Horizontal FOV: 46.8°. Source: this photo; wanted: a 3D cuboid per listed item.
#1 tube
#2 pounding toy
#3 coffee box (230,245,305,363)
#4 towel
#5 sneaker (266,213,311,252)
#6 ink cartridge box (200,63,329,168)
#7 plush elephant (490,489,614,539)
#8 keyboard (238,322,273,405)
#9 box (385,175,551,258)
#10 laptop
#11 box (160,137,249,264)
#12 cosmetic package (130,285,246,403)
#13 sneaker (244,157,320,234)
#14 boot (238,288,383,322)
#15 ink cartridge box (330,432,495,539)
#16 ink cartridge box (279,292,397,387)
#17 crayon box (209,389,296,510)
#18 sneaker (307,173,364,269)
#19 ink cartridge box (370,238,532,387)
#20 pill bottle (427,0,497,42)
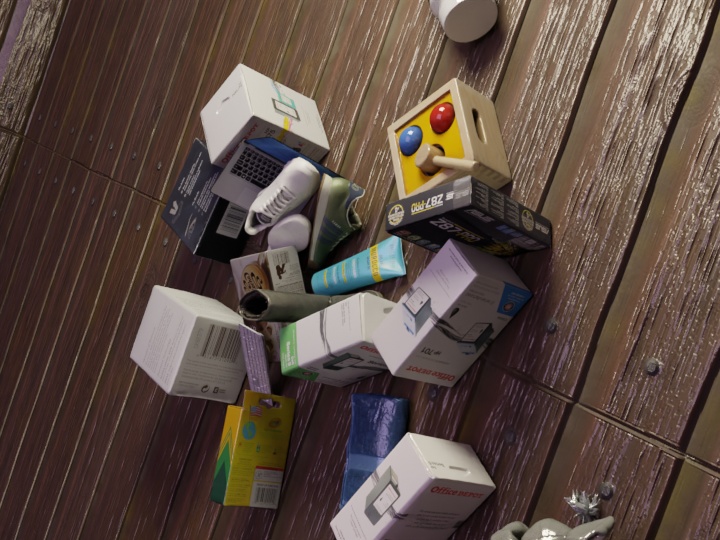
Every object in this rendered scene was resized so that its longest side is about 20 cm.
[{"bbox_3d":[0.000,0.000,1.479,0.198,0.050,0.079,-22,69,36],"label":"tube"},{"bbox_3d":[0.138,-0.180,1.311,0.183,0.141,0.203,-31,55,37],"label":"pounding toy"},{"bbox_3d":[-0.161,0.065,1.549,0.112,0.079,0.204,-9,93,44],"label":"coffee box"},{"bbox_3d":[0.021,0.300,1.346,0.110,0.048,0.204,-2,75,46],"label":"towel"},{"bbox_3d":[-0.138,-0.074,1.597,0.200,0.074,0.090,-47,22,59],"label":"sneaker"},{"bbox_3d":[-0.192,-0.279,1.663,0.146,0.198,0.148,-41,50,30],"label":"ink cartridge box"},{"bbox_3d":[0.248,0.360,0.995,0.163,0.153,0.204,-26,59,39],"label":"plush elephant"},{"bbox_3d":[-0.193,0.176,1.545,0.056,0.202,0.011,21,48,22],"label":"keyboard"},{"bbox_3d":[0.158,-0.066,1.208,0.160,0.198,0.050,-16,63,42],"label":"box"},{"bbox_3d":[-0.154,-0.159,1.574,0.201,0.185,0.117,-51,32,22],"label":"laptop"},{"bbox_3d":[-0.318,-0.151,1.819,0.200,0.116,0.199,40,107,45],"label":"box"},{"bbox_3d":[-0.340,0.150,1.706,0.199,0.163,0.168,25,95,49],"label":"cosmetic package"},{"bbox_3d":[-0.143,-0.130,1.517,0.200,0.076,0.081,-39,13,47],"label":"sneaker"},{"bbox_3d":[-0.083,0.060,1.427,0.180,0.198,0.074,-18,64,42],"label":"boot"},{"bbox_3d":[0.075,0.338,1.200,0.201,0.144,0.084,-52,44,21],"label":"ink cartridge box"},{"bbox_3d":[-0.018,0.119,1.376,0.198,0.145,0.086,-26,58,40],"label":"ink cartridge box"},{"bbox_3d":[-0.192,0.324,1.514,0.050,0.126,0.204,1,76,47],"label":"crayon box"},{"bbox_3d":[-0.043,-0.079,1.528,0.068,0.088,0.203,-85,6,-54],"label":"sneaker"},{"bbox_3d":[0.133,0.067,1.229,0.201,0.145,0.086,-53,47,21],"label":"ink cartridge box"},{"bbox_3d":[0.161,-0.494,1.415,0.114,0.113,0.203,-37,52,33],"label":"pill bottle"}]
